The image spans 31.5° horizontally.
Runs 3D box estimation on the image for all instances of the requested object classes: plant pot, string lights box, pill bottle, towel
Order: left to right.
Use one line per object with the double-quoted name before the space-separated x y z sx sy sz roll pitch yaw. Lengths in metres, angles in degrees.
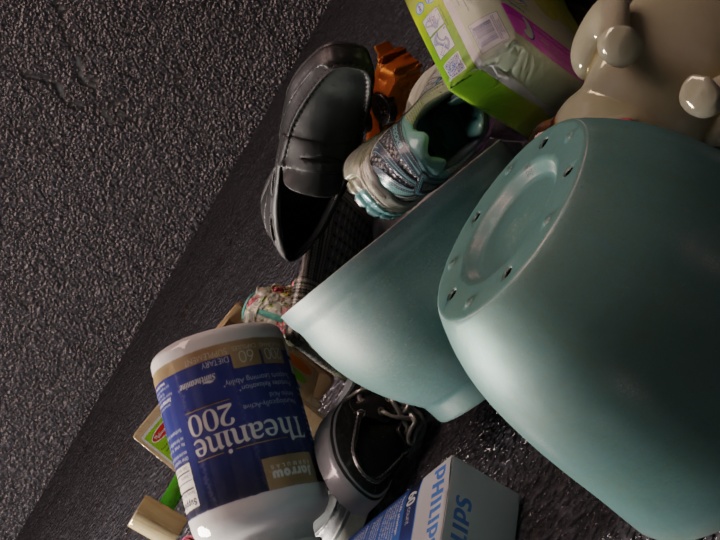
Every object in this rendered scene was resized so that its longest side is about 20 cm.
"pill bottle" -0.089 0.150 1.000 0.111 0.111 0.200 -38 64 53
"towel" 0.000 0.000 1.134 0.034 0.200 0.193 2 71 24
"string lights box" 0.018 0.219 0.846 0.200 0.059 0.103 -46 19 39
"plant pot" 0.063 0.021 0.907 0.200 0.134 0.200 -39 0 0
"plant pot" 0.140 0.014 0.671 0.201 0.161 0.201 -51 15 20

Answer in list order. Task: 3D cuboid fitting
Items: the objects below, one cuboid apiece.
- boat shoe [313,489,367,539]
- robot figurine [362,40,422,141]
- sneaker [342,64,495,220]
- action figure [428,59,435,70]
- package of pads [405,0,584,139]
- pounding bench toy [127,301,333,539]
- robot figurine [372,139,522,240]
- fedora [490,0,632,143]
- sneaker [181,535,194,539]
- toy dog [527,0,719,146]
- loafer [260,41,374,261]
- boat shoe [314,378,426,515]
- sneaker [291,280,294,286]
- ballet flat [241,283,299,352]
"boat shoe" -0.064 0.224 1.084 0.201 0.071 0.070 -40 22 49
"robot figurine" -0.003 -0.110 1.188 0.145 0.058 0.200 -23 -35 -27
"sneaker" 0.073 -0.111 0.963 0.086 0.078 0.200 -30 16 46
"action figure" 0.072 -0.138 1.287 0.200 0.149 0.134 -43 20 -2
"package of pads" 0.112 -0.174 0.948 0.068 0.200 0.155 -36 58 23
"pounding bench toy" -0.137 0.153 1.212 0.200 0.124 0.156 -50 5 10
"robot figurine" 0.081 -0.065 1.135 0.170 0.113 0.200 84 -156 -52
"fedora" 0.158 -0.179 1.101 0.090 0.176 0.200 53 -143 -62
"sneaker" -0.142 0.271 1.206 0.079 0.095 0.200 -43 19 50
"toy dog" 0.193 -0.126 0.855 0.200 0.139 0.194 -59 1 -6
"loafer" -0.031 -0.086 0.969 0.201 0.068 0.071 114 153 -47
"boat shoe" 0.020 0.121 1.034 0.068 0.074 0.199 -40 6 23
"sneaker" -0.046 0.047 1.406 0.087 0.074 0.200 -61 15 -11
"ballet flat" -0.029 0.056 1.207 0.064 0.200 0.076 17 97 39
